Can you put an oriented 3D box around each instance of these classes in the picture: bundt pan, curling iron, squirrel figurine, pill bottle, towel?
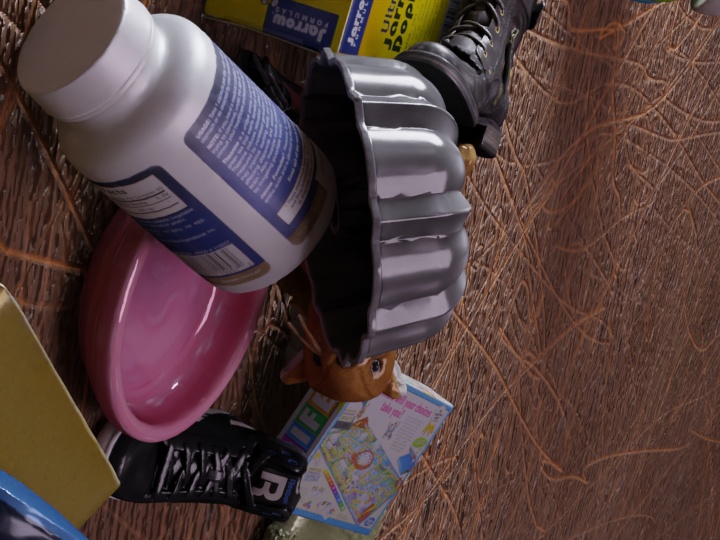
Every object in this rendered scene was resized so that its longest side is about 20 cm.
[{"bbox_3d":[0.017,-0.043,1.277,0.202,0.075,0.204,174,-90,-76],"label":"bundt pan"},{"bbox_3d":[-0.047,-0.114,1.464,0.200,0.025,0.050,37,37,-69],"label":"curling iron"},{"bbox_3d":[0.000,0.000,1.463,0.200,0.140,0.189,-170,-97,-85],"label":"squirrel figurine"},{"bbox_3d":[-0.111,-0.082,1.202,0.200,0.110,0.112,43,67,-41],"label":"pill bottle"},{"bbox_3d":[-0.039,0.240,1.747,0.149,0.036,0.200,-64,157,-12],"label":"towel"}]

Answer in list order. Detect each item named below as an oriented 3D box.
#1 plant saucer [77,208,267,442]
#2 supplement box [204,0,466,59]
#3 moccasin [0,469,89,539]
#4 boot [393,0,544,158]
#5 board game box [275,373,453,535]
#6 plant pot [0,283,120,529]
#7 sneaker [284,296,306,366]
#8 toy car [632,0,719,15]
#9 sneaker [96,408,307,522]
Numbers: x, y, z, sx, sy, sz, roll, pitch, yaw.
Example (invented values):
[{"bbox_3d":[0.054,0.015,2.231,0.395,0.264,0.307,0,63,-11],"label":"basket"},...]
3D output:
[{"bbox_3d":[-0.129,0.014,1.359,0.201,0.050,0.202,-48,148,-44],"label":"plant saucer"},{"bbox_3d":[-0.004,-0.203,1.391,0.200,0.108,0.110,0,108,-66],"label":"supplement box"},{"bbox_3d":[-0.149,0.152,0.934,0.068,0.080,0.200,-48,149,-11],"label":"moccasin"},{"bbox_3d":[0.083,-0.182,1.395,0.200,0.069,0.176,39,70,-73],"label":"boot"},{"bbox_3d":[-0.005,0.141,1.620,0.135,0.034,0.200,-56,155,1],"label":"board game box"},{"bbox_3d":[-0.268,0.095,0.955,0.201,0.194,0.195,-54,152,-23],"label":"plant pot"},{"bbox_3d":[0.008,0.010,1.633,0.200,0.075,0.093,-42,139,-50],"label":"sneaker"},{"bbox_3d":[0.304,-0.343,1.940,0.201,0.174,0.150,-64,-168,-15],"label":"toy car"},{"bbox_3d":[-0.102,0.139,1.437,0.200,0.111,0.074,1,107,-65],"label":"sneaker"}]
